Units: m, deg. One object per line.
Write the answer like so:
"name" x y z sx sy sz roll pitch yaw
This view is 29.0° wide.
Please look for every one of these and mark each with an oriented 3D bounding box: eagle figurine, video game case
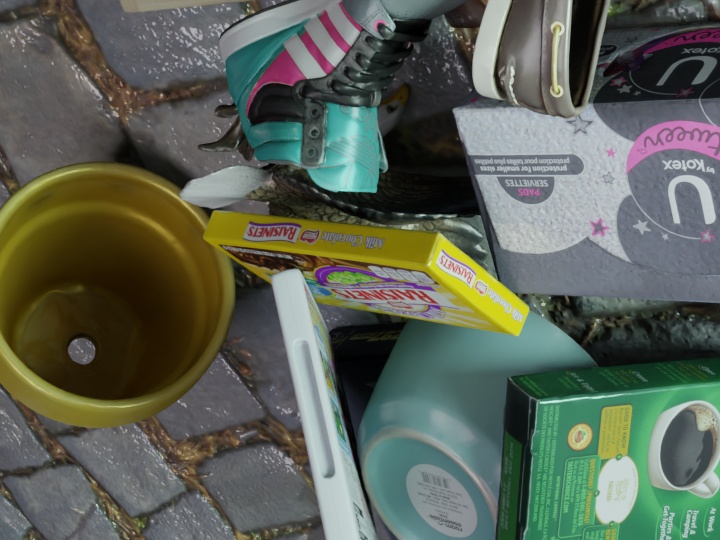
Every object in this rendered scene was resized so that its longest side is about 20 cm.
"eagle figurine" -0.004 -0.058 0.935 0.200 0.152 0.151 44 117 8
"video game case" -0.020 0.112 0.941 0.200 0.024 0.183 72 -175 -72

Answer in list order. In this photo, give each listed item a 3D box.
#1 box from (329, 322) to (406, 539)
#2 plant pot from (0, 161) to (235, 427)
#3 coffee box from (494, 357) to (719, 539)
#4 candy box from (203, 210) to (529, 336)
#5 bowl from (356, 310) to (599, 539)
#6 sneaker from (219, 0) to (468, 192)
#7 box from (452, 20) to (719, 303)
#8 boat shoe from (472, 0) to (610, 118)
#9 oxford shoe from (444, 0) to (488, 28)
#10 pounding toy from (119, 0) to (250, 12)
"box" 0.062 0.134 1.081 0.157 0.051 0.201 -6 117 40
"plant pot" -0.218 0.040 1.132 0.201 0.201 0.189 44 153 1
"coffee box" 0.183 0.120 0.868 0.044 0.199 0.124 -140 49 -63
"candy box" 0.000 0.000 0.880 0.200 0.027 0.102 8 162 44
"bowl" 0.075 0.127 0.941 0.200 0.105 0.201 25 133 30
"sneaker" 0.000 -0.107 0.806 0.200 0.083 0.121 -17 80 42
"box" 0.173 -0.064 0.802 0.199 0.115 0.133 2 123 35
"boat shoe" 0.116 -0.180 0.725 0.059 0.072 0.201 23 106 26
"oxford shoe" 0.031 -0.229 0.819 0.073 0.071 0.200 -14 113 46
"pounding toy" -0.085 -0.257 0.830 0.199 0.142 0.185 3 123 35
